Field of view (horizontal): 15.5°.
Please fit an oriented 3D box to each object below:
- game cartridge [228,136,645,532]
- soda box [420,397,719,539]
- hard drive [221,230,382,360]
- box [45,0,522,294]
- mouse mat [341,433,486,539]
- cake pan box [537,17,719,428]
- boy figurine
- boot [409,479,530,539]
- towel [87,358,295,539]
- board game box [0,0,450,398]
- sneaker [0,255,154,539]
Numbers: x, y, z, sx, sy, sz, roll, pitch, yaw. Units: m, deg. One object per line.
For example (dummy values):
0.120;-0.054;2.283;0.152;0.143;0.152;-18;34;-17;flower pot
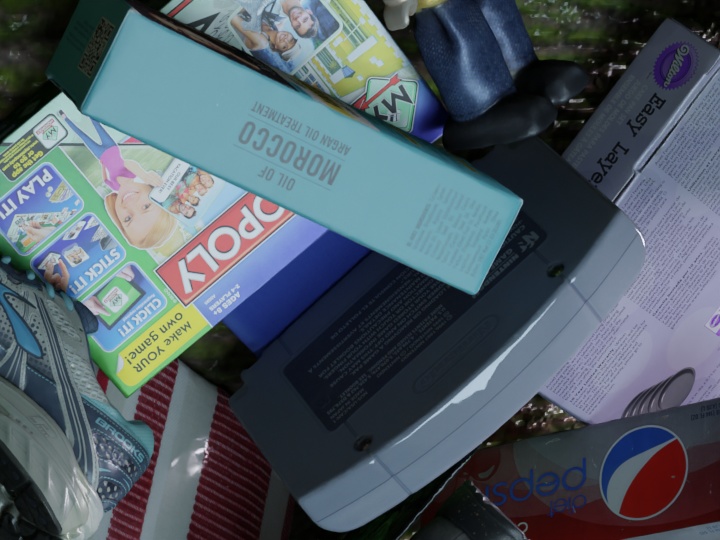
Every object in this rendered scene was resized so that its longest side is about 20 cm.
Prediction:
0.036;0.029;1.234;0.200;0.133;0.041;-42;120;0;game cartridge
0.128;0.120;1.347;0.199;0.070;0.063;-15;150;31;soda box
0.000;0.000;1.301;0.132;0.025;0.200;-43;130;0;hard drive
-0.033;-0.058;1.152;0.199;0.082;0.049;25;97;-23;box
0.009;0.125;1.298;0.008;0.200;0.161;41;95;0;mouse mat
0.158;-0.011;1.344;0.200;0.052;0.184;-54;141;6;cake pan box
0.038;-0.160;1.181;0.124;0.064;0.201;-41;117;-46;boy figurine
0.024;0.185;1.263;0.132;0.070;0.200;-42;150;-13;boot
-0.106;0.106;1.257;0.200;0.023;0.145;37;54;-40;towel
-0.073;-0.056;1.201;0.200;0.029;0.135;-40;113;-2;board game box
-0.167;0.028;1.163;0.086;0.078;0.201;-36;93;-38;sneaker
